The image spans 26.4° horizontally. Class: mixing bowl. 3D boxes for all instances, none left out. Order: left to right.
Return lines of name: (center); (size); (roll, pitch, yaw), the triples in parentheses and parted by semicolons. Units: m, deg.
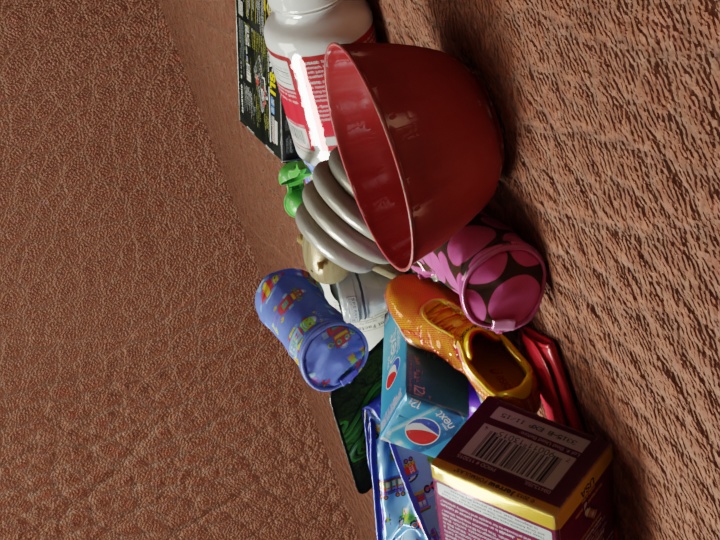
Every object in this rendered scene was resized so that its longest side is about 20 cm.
mixing bowl: (0.053, -0.110, 1.295); (0.200, 0.108, 0.201); (161, 90, -78)

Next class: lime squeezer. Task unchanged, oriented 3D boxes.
lime squeezer: (-0.059, -0.075, 1.666); (0.071, 0.038, 0.200); (49, 160, 30)

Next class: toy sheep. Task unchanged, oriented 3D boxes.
toy sheep: (0.012, -0.068, 1.503); (0.138, 0.200, 0.138); (32, -164, -10)

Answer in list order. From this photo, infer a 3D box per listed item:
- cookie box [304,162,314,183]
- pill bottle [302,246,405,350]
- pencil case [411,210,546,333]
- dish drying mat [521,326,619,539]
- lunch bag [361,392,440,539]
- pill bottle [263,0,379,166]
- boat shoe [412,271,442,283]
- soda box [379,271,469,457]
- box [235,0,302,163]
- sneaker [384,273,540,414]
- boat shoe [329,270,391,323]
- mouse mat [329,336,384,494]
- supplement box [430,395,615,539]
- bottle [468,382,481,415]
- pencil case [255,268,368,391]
cookie box: (-0.011, -0.117, 1.755); (0.200, 0.075, 0.171); (-127, 19, -55)
pill bottle: (0.005, 0.032, 1.888); (0.114, 0.114, 0.200); (-125, 16, -54)
pencil case: (0.095, -0.009, 1.373); (0.200, 0.091, 0.094); (-133, 50, -66)
dish drying mat: (0.189, 0.151, 1.405); (0.077, 0.018, 0.200); (-144, 33, -75)
lunch bag: (0.080, 0.198, 1.714); (0.094, 0.150, 0.200); (2, 110, 46)
pill bottle: (-0.034, -0.213, 1.560); (0.112, 0.112, 0.200); (-124, 16, -52)
boat shoe: (0.093, 0.093, 1.671); (0.200, 0.072, 0.060); (64, 168, -6)
soda box: (0.063, 0.090, 1.509); (0.200, 0.068, 0.064); (-86, 20, -55)
box: (-0.094, -0.238, 1.696); (0.160, 0.049, 0.200); (-137, 42, -58)
sneaker: (0.098, 0.058, 1.428); (0.200, 0.073, 0.077); (40, 159, 32)
boat shoe: (0.000, 0.000, 1.630); (0.200, 0.067, 0.074); (-109, 10, -61)
mouse mat: (0.044, 0.135, 1.714); (0.008, 0.200, 0.161); (19, 138, 38)
supplement box: (0.150, 0.231, 1.367); (0.131, 0.103, 0.200); (20, 136, 31)
bottle: (0.126, 0.118, 1.543); (0.200, 0.065, 0.084); (-168, 60, -79)
pencil case: (-0.053, 0.062, 1.660); (0.087, 0.078, 0.200); (50, 178, -26)
